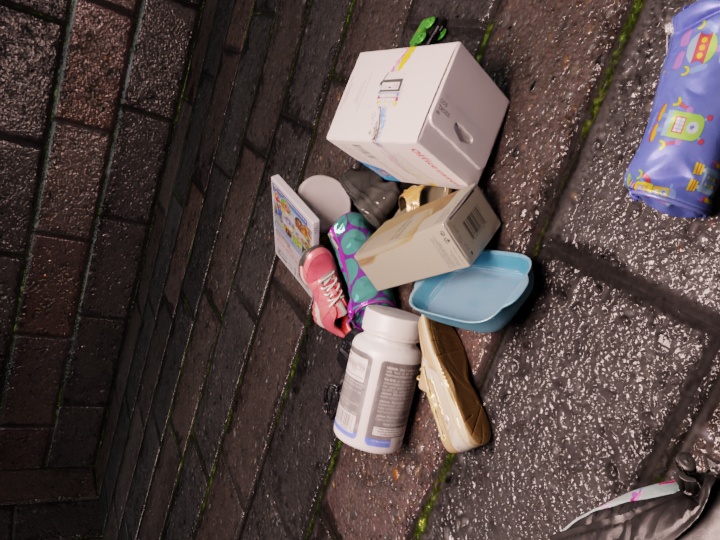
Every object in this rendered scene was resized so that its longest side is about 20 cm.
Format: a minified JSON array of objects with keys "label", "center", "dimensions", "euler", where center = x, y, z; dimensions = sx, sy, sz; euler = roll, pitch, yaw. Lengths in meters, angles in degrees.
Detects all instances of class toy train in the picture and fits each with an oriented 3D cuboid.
[{"label":"toy train","center":[0.078,-0.338,0.936],"dimensions":[0.202,0.041,0.056],"euler":[-59,28,-2]}]

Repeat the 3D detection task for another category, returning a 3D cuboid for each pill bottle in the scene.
[{"label":"pill bottle","center":[0.032,0.163,0.855],"dimensions":[0.113,0.112,0.204],"euler":[21,99,57]},{"label":"pill bottle","center":[-0.099,-0.101,1.117],"dimensions":[0.200,0.110,0.115],"euler":[144,129,-63]}]

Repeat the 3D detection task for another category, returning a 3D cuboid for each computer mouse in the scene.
[{"label":"computer mouse","center":[-0.026,0.191,1.022],"dimensions":[0.059,0.034,0.203],"euler":[42,123,35]}]

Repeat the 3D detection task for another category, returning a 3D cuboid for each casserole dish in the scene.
[{"label":"casserole dish","center":[0.148,0.028,0.736],"dimensions":[0.121,0.039,0.199],"euler":[-48,26,-18]}]

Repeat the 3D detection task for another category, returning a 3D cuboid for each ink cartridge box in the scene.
[{"label":"ink cartridge box","center":[0.082,-0.219,0.803],"dimensions":[0.198,0.146,0.147],"euler":[19,85,48]}]

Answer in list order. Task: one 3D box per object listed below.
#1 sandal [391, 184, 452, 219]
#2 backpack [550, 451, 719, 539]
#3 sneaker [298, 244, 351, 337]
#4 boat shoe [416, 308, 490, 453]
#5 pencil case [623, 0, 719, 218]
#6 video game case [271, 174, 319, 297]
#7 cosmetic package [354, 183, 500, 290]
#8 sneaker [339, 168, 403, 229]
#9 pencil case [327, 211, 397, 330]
[{"label":"sandal","center":[0.082,-0.099,0.899],"dimensions":[0.200,0.053,0.082],"euler":[-48,45,41]},{"label":"backpack","center":[0.261,0.264,0.461],"dimensions":[0.200,0.125,0.170],"euler":[-43,37,45]},{"label":"sneaker","center":[-0.051,0.041,1.011],"dimensions":[0.086,0.073,0.203],"euler":[37,150,42]},{"label":"boat shoe","center":[0.111,0.152,0.770],"dimensions":[0.069,0.073,0.203],"euler":[-41,49,36]},{"label":"pencil case","center":[0.315,-0.154,0.527],"dimensions":[0.085,0.078,0.204],"euler":[17,97,28]},{"label":"video game case","center":[-0.123,-0.061,1.050],"dimensions":[0.143,0.018,0.202],"euler":[48,150,30]},{"label":"cosmetic package","center":[0.091,-0.043,0.803],"dimensions":[0.198,0.072,0.105],"euler":[-19,23,51]},{"label":"sneaker","center":[0.024,-0.147,0.999],"dimensions":[0.091,0.076,0.201],"euler":[-44,33,7]},{"label":"pencil case","center":[0.000,0.000,0.964],"dimensions":[0.086,0.091,0.203],"euler":[118,144,-46]}]
